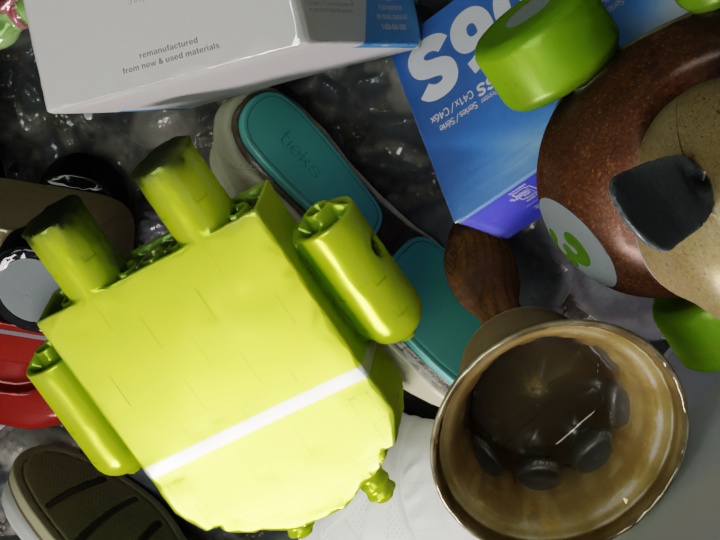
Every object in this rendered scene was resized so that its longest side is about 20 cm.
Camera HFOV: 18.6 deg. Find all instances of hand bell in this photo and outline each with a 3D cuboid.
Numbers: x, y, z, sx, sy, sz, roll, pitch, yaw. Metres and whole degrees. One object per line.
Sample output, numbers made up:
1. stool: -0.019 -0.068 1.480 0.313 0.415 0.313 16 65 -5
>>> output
1. hand bell: 0.062 0.024 0.938 0.103 0.200 0.105 -4 116 -8

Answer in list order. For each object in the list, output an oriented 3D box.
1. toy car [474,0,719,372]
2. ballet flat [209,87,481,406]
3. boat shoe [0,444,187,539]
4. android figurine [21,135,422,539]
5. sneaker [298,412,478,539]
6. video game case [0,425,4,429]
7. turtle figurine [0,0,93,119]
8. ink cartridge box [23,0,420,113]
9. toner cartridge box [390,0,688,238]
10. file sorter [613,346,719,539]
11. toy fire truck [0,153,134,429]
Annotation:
1. toy car: 0.127 -0.020 0.800 0.157 0.200 0.165 -28 108 26
2. ballet flat: 0.000 0.000 1.028 0.069 0.069 0.200 -40 90 28
3. boat shoe: -0.110 0.173 1.119 0.200 0.075 0.069 40 127 13
4. android figurine: -0.059 0.039 0.985 0.181 0.041 0.200 -28 112 22
5. sneaker: 0.035 0.165 1.063 0.115 0.074 0.201 2 109 23
6. video game case: -0.297 0.013 1.161 0.181 0.022 0.201 -16 103 25
7. turtle figurine: -0.195 -0.147 0.987 0.143 0.200 0.195 -10 97 7
8. ink cartridge box: -0.072 -0.178 0.931 0.124 0.128 0.201 -13 89 24
9. toner cartridge box: 0.110 -0.105 0.929 0.200 0.043 0.095 -34 63 27
10. file sorter: 0.171 0.117 0.902 0.124 0.200 0.139 40 87 -11
11. toy fire truck: -0.208 0.050 1.079 0.175 0.129 0.201 9 122 5
